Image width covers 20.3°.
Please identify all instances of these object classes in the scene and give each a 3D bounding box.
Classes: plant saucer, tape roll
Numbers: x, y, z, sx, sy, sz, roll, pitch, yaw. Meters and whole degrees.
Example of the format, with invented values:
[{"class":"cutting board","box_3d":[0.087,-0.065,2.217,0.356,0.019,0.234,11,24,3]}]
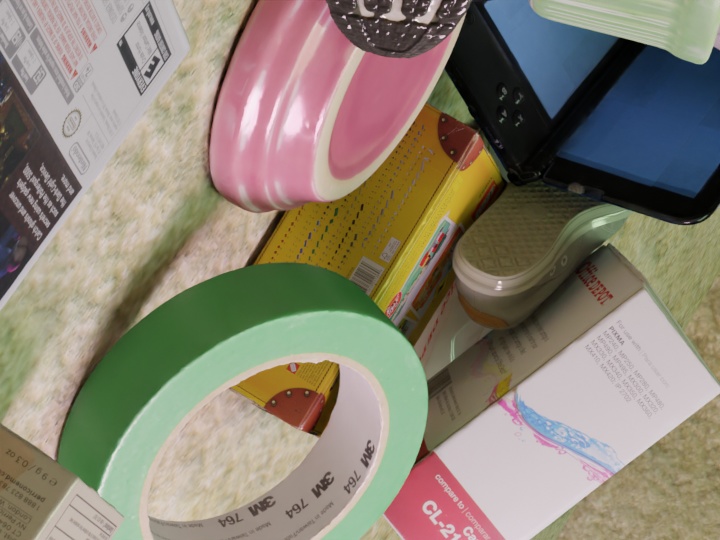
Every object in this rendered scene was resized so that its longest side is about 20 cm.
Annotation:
[{"class":"plant saucer","box_3d":[-0.001,-0.112,1.035,0.201,0.051,0.201,-52,162,-24]},{"class":"tape roll","box_3d":[-0.060,0.092,1.062,0.200,0.048,0.201,-20,133,-23]}]

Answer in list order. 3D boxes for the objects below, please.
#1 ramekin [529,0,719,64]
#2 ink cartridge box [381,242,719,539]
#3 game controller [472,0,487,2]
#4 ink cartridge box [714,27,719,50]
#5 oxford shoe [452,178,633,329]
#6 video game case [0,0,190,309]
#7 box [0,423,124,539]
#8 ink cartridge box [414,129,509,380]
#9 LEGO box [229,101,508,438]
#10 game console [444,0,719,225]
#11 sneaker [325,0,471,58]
[{"class":"ramekin","box_3d":[0.148,-0.213,1.038,0.200,0.098,0.200,9,90,-84]},{"class":"ink cartridge box","box_3d":[0.103,0.085,1.196,0.200,0.083,0.146,-38,-171,5]},{"class":"game controller","box_3d":[0.077,-0.233,0.998,0.104,0.042,0.200,-56,156,-77]},{"class":"ink cartridge box","box_3d":[0.206,-0.228,1.193,0.147,0.200,0.083,-54,167,-17]},{"class":"oxford shoe","box_3d":[0.118,-0.027,1.236,0.200,0.075,0.058,-40,149,-42]},{"class":"video game case","box_3d":[-0.139,-0.061,0.752,0.182,0.023,0.200,-56,165,-13]},{"class":"box","box_3d":[-0.198,0.163,0.877,0.200,0.078,0.095,-56,164,-13]},{"class":"ink cartridge box","box_3d":[0.095,0.006,1.373,0.200,0.083,0.147,-81,-168,-60]},{"class":"LEGO box","box_3d":[0.000,0.000,1.197,0.200,0.077,0.149,-59,165,-3]},{"class":"game console","box_3d":[0.165,-0.141,1.223,0.118,0.171,0.200,-12,-151,46]},{"class":"sneaker","box_3d":[0.031,-0.195,0.918,0.089,0.077,0.200,-66,167,-60]}]
